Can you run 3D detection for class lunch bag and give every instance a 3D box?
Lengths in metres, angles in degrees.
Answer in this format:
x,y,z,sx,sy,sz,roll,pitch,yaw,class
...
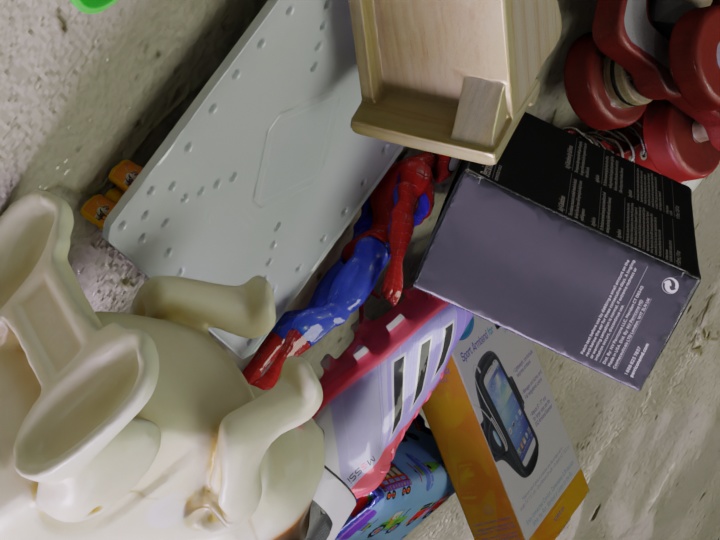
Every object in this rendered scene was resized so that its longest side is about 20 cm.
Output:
x,y,z,sx,sy,sz,roll,pitch,yaw,class
-0.037,0.178,1.226,0.200,0.094,0.150,-55,159,18,lunch bag

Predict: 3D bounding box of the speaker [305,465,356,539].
x,y,z,sx,sy,sz,roll,pitch,yaw,class
-0.087,0.183,0.994,0.201,0.081,0.081,-56,155,-17,speaker

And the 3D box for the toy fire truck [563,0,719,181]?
x,y,z,sx,sy,sz,roll,pitch,yaw,class
0.230,-0.162,1.258,0.199,0.112,0.169,29,66,-37,toy fire truck

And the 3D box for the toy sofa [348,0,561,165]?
x,y,z,sx,sy,sz,roll,pitch,yaw,class
0.039,-0.157,0.910,0.201,0.082,0.098,80,30,-47,toy sofa

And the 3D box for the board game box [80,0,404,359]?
x,y,z,sx,sy,sz,roll,pitch,yaw,class
-0.042,-0.068,0.990,0.200,0.026,0.200,-54,155,-7,board game box

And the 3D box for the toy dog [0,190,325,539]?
x,y,z,sx,sy,sz,roll,pitch,yaw,class
-0.096,0.089,0.885,0.200,0.139,0.194,27,100,-46,toy dog

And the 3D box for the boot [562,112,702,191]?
x,y,z,sx,sy,sz,roll,pitch,yaw,class
0.181,-0.088,1.316,0.200,0.072,0.144,-49,152,-9,boot

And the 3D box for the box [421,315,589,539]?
x,y,z,sx,sy,sz,roll,pitch,yaw,class
0.082,0.081,1.235,0.041,0.201,0.119,-19,-172,28,box

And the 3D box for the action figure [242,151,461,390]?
x,y,z,sx,sy,sz,roll,pitch,yaw,class
0.000,0.000,1.089,0.201,0.052,0.065,-57,-166,-17,action figure

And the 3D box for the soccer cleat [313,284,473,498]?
x,y,z,sx,sy,sz,roll,pitch,yaw,class
0.003,0.085,1.109,0.200,0.077,0.067,-44,-166,-18,soccer cleat

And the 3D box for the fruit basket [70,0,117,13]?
x,y,z,sx,sy,sz,roll,pitch,yaw,class
-0.047,-0.190,0.640,0.216,0.215,0.156,-52,154,-10,fruit basket

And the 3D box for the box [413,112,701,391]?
x,y,z,sx,sy,sz,roll,pitch,yaw,class
0.117,-0.022,1.110,0.079,0.141,0.200,-63,180,18,box
